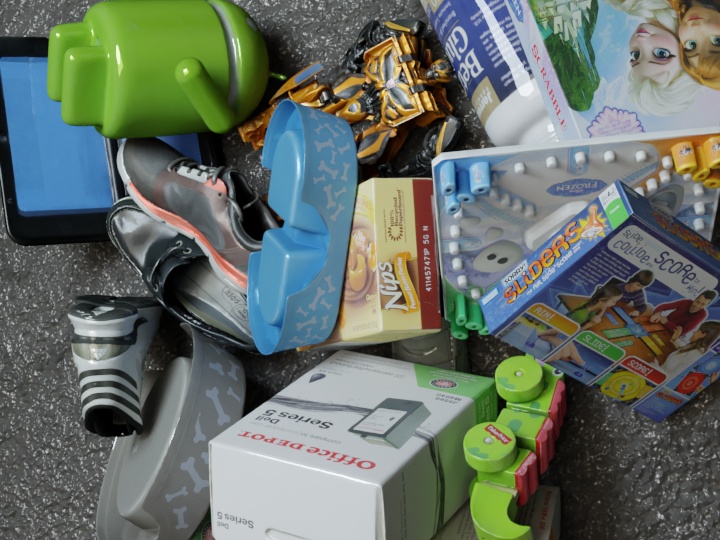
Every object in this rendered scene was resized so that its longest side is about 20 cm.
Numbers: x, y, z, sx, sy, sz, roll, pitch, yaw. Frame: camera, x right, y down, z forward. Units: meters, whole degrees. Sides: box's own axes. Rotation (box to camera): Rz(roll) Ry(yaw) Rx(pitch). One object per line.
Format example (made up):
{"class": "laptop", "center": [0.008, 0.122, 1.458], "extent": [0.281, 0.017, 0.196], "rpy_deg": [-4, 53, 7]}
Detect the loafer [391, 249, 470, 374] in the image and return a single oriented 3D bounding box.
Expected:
{"class": "loafer", "center": [0.051, 0.047, 1.135], "extent": [0.069, 0.070, 0.202], "rpy_deg": [-3, 88, 27]}

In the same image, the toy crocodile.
{"class": "toy crocodile", "center": [0.122, 0.125, 1.040], "extent": [0.061, 0.201, 0.068], "rpy_deg": [8, 130, 21]}

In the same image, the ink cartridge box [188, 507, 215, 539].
{"class": "ink cartridge box", "center": [-0.071, 0.290, 1.172], "extent": [0.199, 0.087, 0.146], "rpy_deg": [31, 99, 24]}

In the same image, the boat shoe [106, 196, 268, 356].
{"class": "boat shoe", "center": [-0.150, 0.006, 1.216], "extent": [0.199, 0.066, 0.075], "rpy_deg": [44, 101, 4]}

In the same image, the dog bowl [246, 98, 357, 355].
{"class": "dog bowl", "center": [-0.046, -0.032, 1.087], "extent": [0.111, 0.049, 0.202], "rpy_deg": [-138, 53, -64]}

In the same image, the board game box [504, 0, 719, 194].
{"class": "board game box", "center": [0.222, -0.170, 1.022], "extent": [0.198, 0.041, 0.201], "rpy_deg": [-17, 76, -13]}

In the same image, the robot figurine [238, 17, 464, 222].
{"class": "robot figurine", "center": [-0.006, -0.126, 1.180], "extent": [0.199, 0.058, 0.146], "rpy_deg": [-29, 74, 29]}

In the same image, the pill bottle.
{"class": "pill bottle", "center": [0.133, -0.162, 1.089], "extent": [0.111, 0.111, 0.201], "rpy_deg": [-32, 72, 21]}

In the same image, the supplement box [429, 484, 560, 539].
{"class": "supplement box", "center": [0.050, 0.217, 1.061], "extent": [0.198, 0.126, 0.074], "rpy_deg": [3, 110, 14]}

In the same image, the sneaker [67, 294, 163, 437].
{"class": "sneaker", "center": [-0.217, 0.083, 1.212], "extent": [0.075, 0.201, 0.117], "rpy_deg": [2, 94, 1]}

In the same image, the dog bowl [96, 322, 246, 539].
{"class": "dog bowl", "center": [-0.161, 0.149, 1.188], "extent": [0.201, 0.058, 0.201], "rpy_deg": [-54, 22, 33]}

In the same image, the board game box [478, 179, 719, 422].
{"class": "board game box", "center": [0.199, 0.029, 0.986], "extent": [0.135, 0.199, 0.035], "rpy_deg": [-42, 41, 25]}

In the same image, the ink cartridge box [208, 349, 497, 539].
{"class": "ink cartridge box", "center": [-0.001, 0.141, 1.038], "extent": [0.144, 0.200, 0.085], "rpy_deg": [9, 111, 27]}

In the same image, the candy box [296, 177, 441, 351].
{"class": "candy box", "center": [0.000, 0.000, 1.111], "extent": [0.200, 0.055, 0.117], "rpy_deg": [161, 108, -69]}

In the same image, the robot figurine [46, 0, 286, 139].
{"class": "robot figurine", "center": [-0.168, -0.176, 1.201], "extent": [0.176, 0.198, 0.117], "rpy_deg": [50, 139, 46]}

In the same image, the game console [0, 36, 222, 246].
{"class": "game console", "center": [-0.234, -0.134, 1.274], "extent": [0.174, 0.116, 0.202], "rpy_deg": [-15, 80, 26]}

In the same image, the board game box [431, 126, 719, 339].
{"class": "board game box", "center": [0.155, -0.019, 0.990], "extent": [0.198, 0.201, 0.026], "rpy_deg": [-6, 54, 3]}

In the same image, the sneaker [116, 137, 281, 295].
{"class": "sneaker", "center": [-0.126, -0.068, 1.196], "extent": [0.200, 0.077, 0.082], "rpy_deg": [41, 130, 17]}
